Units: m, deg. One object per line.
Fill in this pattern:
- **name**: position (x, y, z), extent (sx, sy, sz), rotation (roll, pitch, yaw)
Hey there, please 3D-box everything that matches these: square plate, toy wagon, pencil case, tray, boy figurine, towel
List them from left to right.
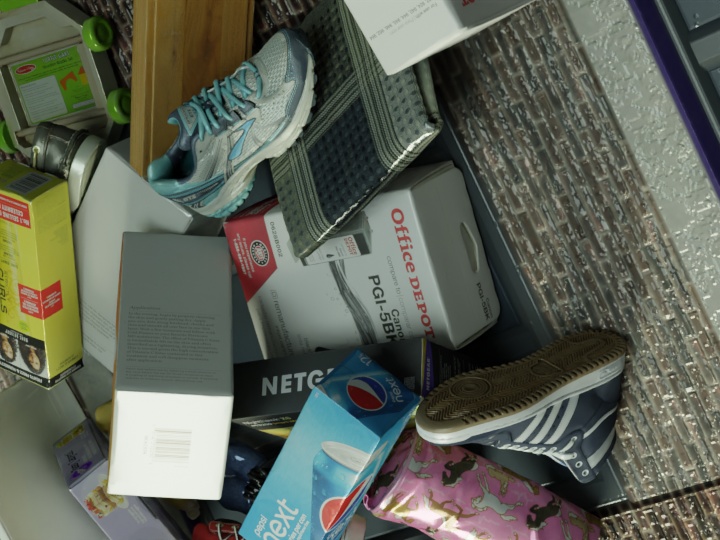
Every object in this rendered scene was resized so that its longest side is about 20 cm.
- **square plate**: position (-0.302, 0.204, 1.822), extent (0.028, 0.200, 0.198), rotation (-27, 93, 26)
- **toy wagon**: position (-0.287, -0.192, 1.756), extent (0.155, 0.040, 0.201), rotation (-10, 102, 34)
- **boy figurine**: position (-0.163, 0.176, 1.810), extent (0.200, 0.064, 0.125), rotation (21, 119, 25)
- **tray**: position (-0.143, -0.183, 1.632), extent (0.037, 0.098, 0.201), rotation (-137, 45, -54)
- **towel**: position (-0.012, -0.137, 1.557), extent (0.193, 0.034, 0.200), rotation (-44, 48, 38)
- **pencil case**: position (0.103, 0.205, 1.601), extent (0.200, 0.087, 0.083), rotation (29, 160, -12)

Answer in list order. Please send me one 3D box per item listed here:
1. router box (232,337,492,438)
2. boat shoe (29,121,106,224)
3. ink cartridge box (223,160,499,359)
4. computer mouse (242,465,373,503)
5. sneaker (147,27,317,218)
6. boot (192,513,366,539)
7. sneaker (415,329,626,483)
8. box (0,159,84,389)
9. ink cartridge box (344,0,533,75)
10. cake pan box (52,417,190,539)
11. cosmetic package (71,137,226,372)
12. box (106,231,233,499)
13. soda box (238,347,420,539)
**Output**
- **router box**: position (0.013, 0.109, 1.617), extent (0.200, 0.157, 0.052), rotation (-10, 70, 34)
- **boat shoe**: position (-0.282, -0.060, 1.763), extent (0.060, 0.072, 0.202), rotation (25, 139, 3)
- **ink cartridge box**: position (0.000, 0.000, 1.626), extent (0.200, 0.083, 0.147), rotation (-10, 102, 35)
- **computer mouse**: position (-0.003, 0.182, 1.671), extent (0.199, 0.140, 0.046), rotation (6, 99, 30)
- **sneaker**: position (-0.107, -0.121, 1.579), extent (0.200, 0.086, 0.078), rotation (-54, 42, 32)
- **boot**: position (-0.075, 0.248, 1.699), extent (0.144, 0.073, 0.200), rotation (16, 159, -8)
- **sneaker**: position (0.132, 0.128, 1.536), extent (0.070, 0.200, 0.109), rotation (34, 135, 47)
- **box**: position (-0.298, 0.004, 1.722), extent (0.075, 0.050, 0.200), rotation (21, 127, 28)
- **ink cartridge box**: position (0.034, -0.266, 1.461), extent (0.084, 0.145, 0.200), rotation (-28, 92, 36)
- **cake pan box**: position (-0.202, 0.240, 1.775), extent (0.052, 0.184, 0.200), rotation (-38, 106, -4)
- **cosmetic package**: position (-0.205, -0.019, 1.745), extent (0.108, 0.085, 0.200), rotation (40, 124, 13)
- **box**: position (-0.161, 0.078, 1.620), extent (0.097, 0.200, 0.125), rotation (4, 130, -7)
- **soda box**: position (-0.027, 0.158, 1.531), extent (0.068, 0.064, 0.200), rotation (38, 134, 11)
